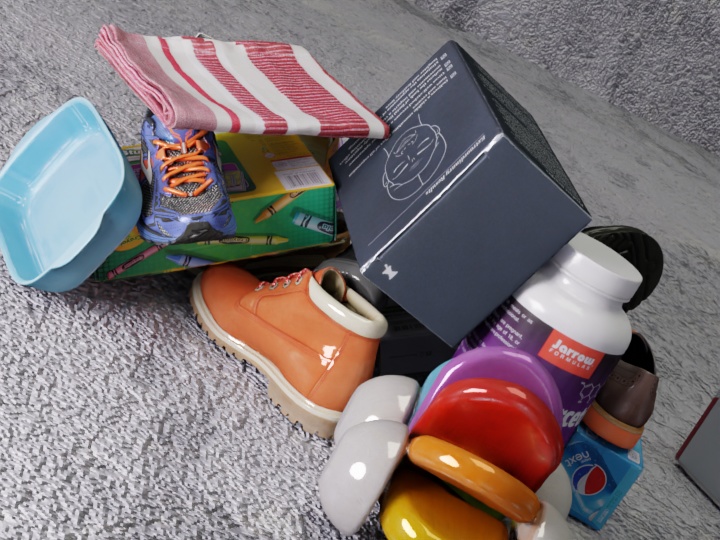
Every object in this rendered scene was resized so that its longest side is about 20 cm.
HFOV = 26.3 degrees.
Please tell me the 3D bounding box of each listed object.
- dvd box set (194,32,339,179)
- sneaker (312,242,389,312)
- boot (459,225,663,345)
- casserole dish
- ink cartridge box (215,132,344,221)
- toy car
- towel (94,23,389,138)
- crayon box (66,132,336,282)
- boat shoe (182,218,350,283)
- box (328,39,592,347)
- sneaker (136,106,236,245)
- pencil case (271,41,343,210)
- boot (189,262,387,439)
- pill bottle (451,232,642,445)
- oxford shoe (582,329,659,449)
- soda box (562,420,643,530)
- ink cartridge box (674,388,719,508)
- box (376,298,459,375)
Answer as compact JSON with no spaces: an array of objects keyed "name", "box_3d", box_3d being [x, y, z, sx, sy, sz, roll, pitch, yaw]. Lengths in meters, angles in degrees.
[{"name":"dvd box set","box_3d":[-0.089,-0.128,1.398,0.146,0.029,0.200,28,-18,4]},{"name":"sneaker","box_3d":[0.002,0.002,1.266,0.060,0.104,0.200,51,-23,-3]},{"name":"boot","box_3d":[0.137,-0.015,1.326,0.211,0.080,0.158,-11,26,-12]},{"name":"casserole dish","box_3d":[-0.220,-0.054,1.162,0.039,0.121,0.200,39,8,-35]},{"name":"ink cartridge box","box_3d":[-0.086,-0.083,1.422,0.200,0.050,0.162,16,-8,-28]},{"name":"toy car","box_3d":[0.077,0.124,1.050,0.175,0.150,0.200,28,18,-2]},{"name":"towel","box_3d":[-0.090,-0.145,1.195,0.200,0.023,0.144,-1,33,-37]},{"name":"crayon box","box_3d":[-0.132,-0.058,1.249,0.199,0.058,0.119,-10,33,-18]},{"name":"boat shoe","box_3d":[-0.089,-0.030,1.342,0.200,0.074,0.076,7,28,-43]},{"name":"box","box_3d":[0.072,-0.065,1.203,0.107,0.148,0.200,40,17,-25]},{"name":"sneaker","box_3d":[-0.138,-0.083,1.158,0.075,0.079,0.200,-8,34,-11]},{"name":"pencil case","box_3d":[-0.066,-0.131,1.519,0.200,0.085,0.084,60,25,-54]},{"name":"boot","box_3d":[-0.054,0.031,1.186,0.075,0.107,0.200,0,29,-46]},{"name":"pill bottle","box_3d":[0.135,0.070,1.201,0.112,0.200,0.112,27,17,-9]},{"name":"oxford shoe","box_3d":[0.215,0.075,1.294,0.071,0.073,0.200,26,18,-14]},{"name":"soda box","box_3d":[0.196,0.141,1.317,0.064,0.068,0.200,30,18,0]},{"name":"ink cartridge box","box_3d":[0.437,0.177,1.457,0.200,0.146,0.145,16,22,-37]},{"name":"box","box_3d":[0.075,0.025,1.391,0.155,0.041,0.200,-6,26,-8]}]
